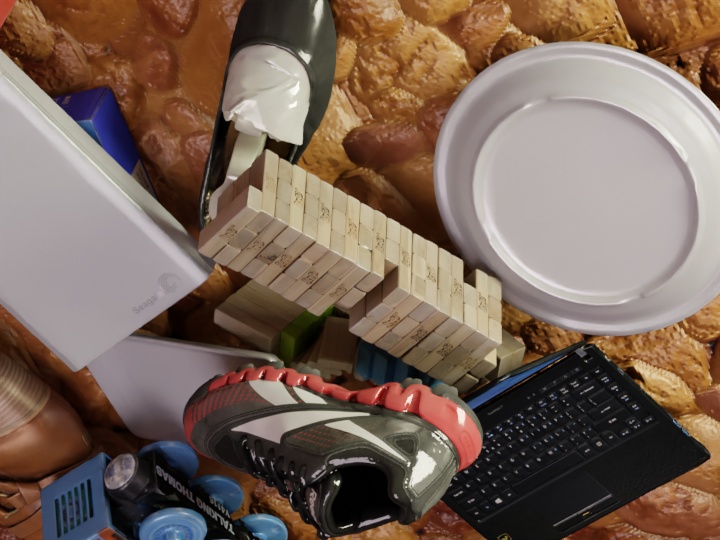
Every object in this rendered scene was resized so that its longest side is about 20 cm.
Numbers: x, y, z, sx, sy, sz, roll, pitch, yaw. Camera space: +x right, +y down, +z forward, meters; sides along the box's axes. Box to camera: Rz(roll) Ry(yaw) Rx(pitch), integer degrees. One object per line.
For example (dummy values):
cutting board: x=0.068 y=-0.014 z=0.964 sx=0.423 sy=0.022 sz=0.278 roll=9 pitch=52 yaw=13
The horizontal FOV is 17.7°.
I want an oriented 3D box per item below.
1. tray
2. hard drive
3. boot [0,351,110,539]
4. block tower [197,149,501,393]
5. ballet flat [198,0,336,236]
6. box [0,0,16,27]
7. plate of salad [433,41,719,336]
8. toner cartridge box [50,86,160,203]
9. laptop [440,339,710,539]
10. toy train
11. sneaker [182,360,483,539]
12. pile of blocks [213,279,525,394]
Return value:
tray: x=-0.103 y=0.079 z=1.524 sx=0.199 sy=0.022 sz=0.108 roll=7 pitch=136 yaw=42
hard drive: x=-0.205 y=-0.037 z=1.454 sx=0.132 sy=0.026 sz=0.200 roll=-34 pitch=112 yaw=30
boot: x=-0.272 y=0.149 z=1.630 sx=0.199 sy=0.074 sz=0.155 roll=-27 pitch=120 yaw=31
block tower: x=0.000 y=0.000 z=1.406 sx=0.199 sy=0.058 sz=0.054 roll=28 pitch=131 yaw=-25
ballet flat: x=-0.059 y=-0.086 z=1.413 sx=0.068 sy=0.069 sz=0.201 roll=17 pitch=127 yaw=3
box: x=-0.271 y=-0.150 z=1.330 sx=0.102 sy=0.200 sz=0.095 roll=-28 pitch=115 yaw=28
plate of salad: x=0.142 y=-0.051 z=1.407 sx=0.199 sy=0.048 sz=0.201 roll=10 pitch=122 yaw=16
toner cartridge box: x=-0.239 y=-0.051 z=1.493 sx=0.199 sy=0.043 sz=0.095 roll=-10 pitch=121 yaw=19
laptop: x=0.097 y=0.132 z=1.504 sx=0.177 sy=0.104 sz=0.200 roll=-32 pitch=118 yaw=32
toy train: x=-0.128 y=0.195 z=1.598 sx=0.114 sy=0.087 sz=0.200 roll=-29 pitch=133 yaw=19
sneaker: x=-0.030 y=0.111 z=1.393 sx=0.199 sy=0.098 sz=0.071 roll=5 pitch=136 yaw=28
pile of blocks: x=0.003 y=0.061 z=1.497 sx=0.199 sy=0.082 sz=0.062 roll=11 pitch=127 yaw=4
